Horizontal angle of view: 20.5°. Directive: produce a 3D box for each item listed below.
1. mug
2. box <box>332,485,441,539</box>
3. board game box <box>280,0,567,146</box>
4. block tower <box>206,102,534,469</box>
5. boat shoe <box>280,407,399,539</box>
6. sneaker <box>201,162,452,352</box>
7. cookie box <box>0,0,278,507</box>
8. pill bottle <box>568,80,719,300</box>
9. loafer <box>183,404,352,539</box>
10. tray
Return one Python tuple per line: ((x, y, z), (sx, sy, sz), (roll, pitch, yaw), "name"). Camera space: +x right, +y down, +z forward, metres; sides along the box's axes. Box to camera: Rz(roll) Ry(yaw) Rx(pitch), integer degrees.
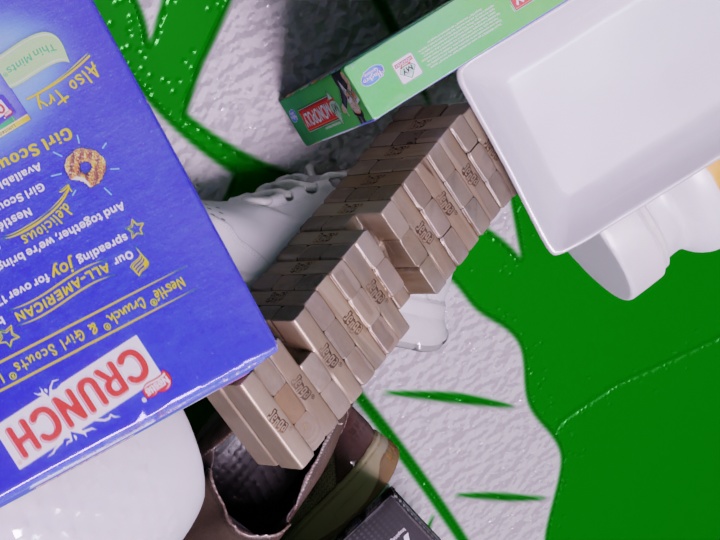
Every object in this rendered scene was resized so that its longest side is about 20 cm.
((-0.161, 0.130, 0.921), (0.175, 0.147, 0.201), (-25, 114, -25), "mug")
((-0.026, 0.184, 1.044), (0.160, 0.044, 0.200), (-44, 176, -4), "box")
((0.064, -0.125, 0.933), (0.199, 0.135, 0.029), (-32, 97, -13), "board game box")
((0.000, 0.000, 0.936), (0.200, 0.054, 0.058), (-50, 119, -29), "block tower")
((-0.073, 0.140, 1.062), (0.200, 0.072, 0.072), (-41, 103, 9), "boat shoe")
((-0.031, -0.017, 0.989), (0.199, 0.074, 0.088), (13, 94, -42), "sneaker")
((-0.157, -0.011, 0.813), (0.171, 0.075, 0.201), (-27, 86, -17), "cookie box")
((0.188, -0.083, 1.051), (0.200, 0.116, 0.117), (-39, 133, -7), "pill bottle")
((-0.072, 0.120, 0.988), (0.073, 0.071, 0.201), (29, 98, -6), "loafer")
((0.150, -0.103, 0.970), (0.199, 0.022, 0.108), (-32, 104, -8), "tray")
